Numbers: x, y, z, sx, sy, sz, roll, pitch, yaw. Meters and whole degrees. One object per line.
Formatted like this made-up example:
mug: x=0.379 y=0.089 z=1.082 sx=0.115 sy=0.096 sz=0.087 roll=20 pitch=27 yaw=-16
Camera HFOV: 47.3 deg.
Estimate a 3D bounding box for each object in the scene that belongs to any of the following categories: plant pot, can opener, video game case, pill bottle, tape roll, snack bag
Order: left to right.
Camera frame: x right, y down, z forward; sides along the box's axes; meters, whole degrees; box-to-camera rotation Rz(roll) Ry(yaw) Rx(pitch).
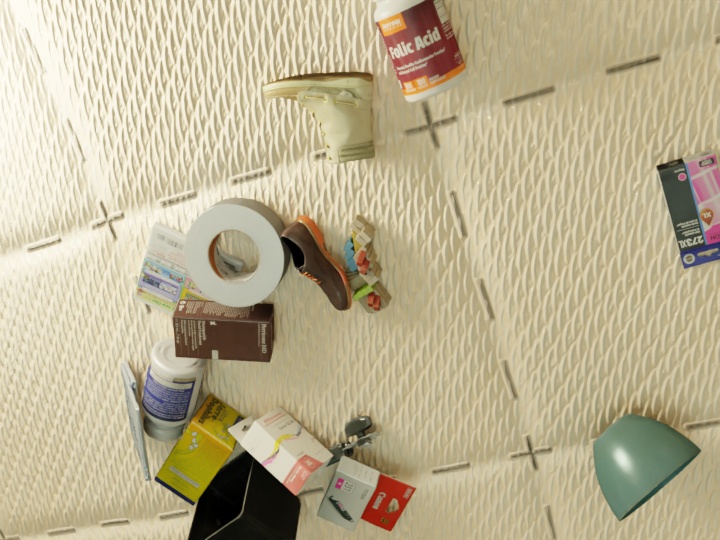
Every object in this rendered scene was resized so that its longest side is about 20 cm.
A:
snack bag: x=-0.479 y=0.319 z=1.761 sx=0.021 sy=0.200 sz=0.192 roll=-10 pitch=116 yaw=-21
pill bottle: x=-0.400 y=0.257 z=1.740 sx=0.118 sy=0.120 sz=0.203 roll=21 pitch=117 yaw=3
video game case: x=-0.351 y=0.019 z=1.674 sx=0.197 sy=0.022 sz=0.184 roll=24 pitch=117 yaw=0
tape roll: x=-0.235 y=-0.035 z=1.580 sx=0.196 sy=0.066 sz=0.204 roll=2 pitch=106 yaw=8
plant pot: x=-0.242 y=0.546 z=1.807 sx=0.177 sy=0.201 sz=0.199 roll=41 pitch=117 yaw=-20
can opener: x=-0.042 y=0.375 z=1.759 sx=0.199 sy=0.052 sz=0.067 roll=-34 pitch=69 yaw=23
pill bottle: x=0.089 y=-0.388 z=1.328 sx=0.112 sy=0.115 sz=0.202 roll=-18 pitch=110 yaw=20
plant pot: x=0.518 y=0.353 z=1.551 sx=0.135 sy=0.198 sz=0.201 roll=50 pitch=121 yaw=27

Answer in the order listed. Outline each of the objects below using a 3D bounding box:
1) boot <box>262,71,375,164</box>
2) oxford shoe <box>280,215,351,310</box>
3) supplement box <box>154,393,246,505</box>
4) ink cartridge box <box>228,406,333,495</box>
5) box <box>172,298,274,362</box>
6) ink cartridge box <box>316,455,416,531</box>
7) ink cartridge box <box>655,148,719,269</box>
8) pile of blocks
boot: x=-0.071 y=-0.265 z=1.447 sx=0.196 sy=0.073 sz=0.158 roll=-1 pitch=112 yaw=7
oxford shoe: x=-0.087 y=0.000 z=1.563 sx=0.071 sy=0.072 sz=0.202 roll=-18 pitch=107 yaw=52
supplement box: x=-0.348 y=0.392 z=1.797 sx=0.109 sy=0.109 sz=0.201 roll=34 pitch=117 yaw=-5
ink cartridge box: x=-0.167 y=0.360 z=1.716 sx=0.199 sy=0.116 sz=0.068 roll=39 pitch=108 yaw=14
box: x=-0.274 y=0.122 z=1.656 sx=0.196 sy=0.075 sz=0.102 roll=2 pitch=119 yaw=-1
ink cartridge box: x=0.009 y=0.500 z=1.775 sx=0.171 sy=0.044 sz=0.202 roll=23 pitch=133 yaw=3
ink cartridge box: x=0.574 y=-0.097 z=1.398 sx=0.093 sy=0.037 sz=0.202 roll=-16 pitch=112 yaw=20
pile of blocks: x=0.000 y=0.000 z=1.560 sx=0.081 sy=0.062 sz=0.203 roll=-7 pitch=112 yaw=16
